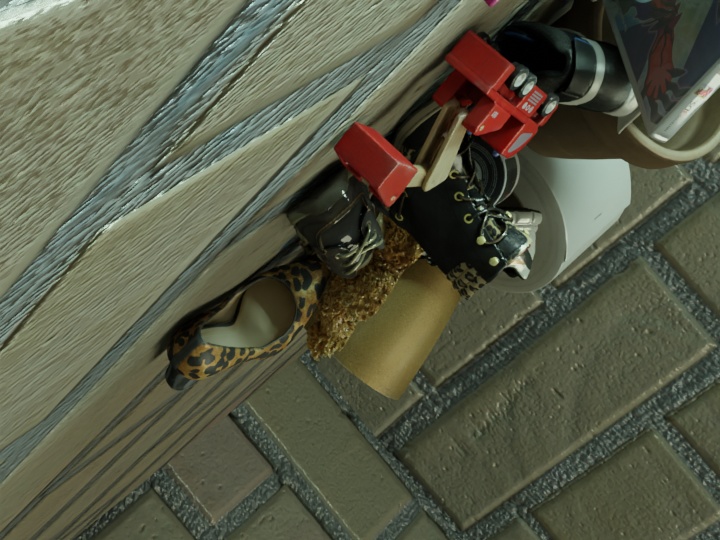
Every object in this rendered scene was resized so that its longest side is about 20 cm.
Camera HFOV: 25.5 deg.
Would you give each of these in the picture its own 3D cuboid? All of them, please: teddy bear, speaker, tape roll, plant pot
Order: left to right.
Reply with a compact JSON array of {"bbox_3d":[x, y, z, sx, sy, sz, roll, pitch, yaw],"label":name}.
[{"bbox_3d":[0.000,0.000,1.536,0.145,0.067,0.200,-60,-173,-36],"label":"teddy bear"},{"bbox_3d":[0.039,0.005,1.745,0.200,0.186,0.186,-48,176,8],"label":"plant pot"},{"bbox_3d":[0.110,-0.097,1.558,0.081,0.081,0.200,-41,177,10],"label":"speaker"},{"bbox_3d":[0.185,-0.095,1.798,0.139,0.203,0.203,-37,176,-37],"label":"tape roll"},{"bbox_3d":[0.236,-0.185,1.541,0.200,0.201,0.174,-39,-165,-36],"label":"plant pot"}]

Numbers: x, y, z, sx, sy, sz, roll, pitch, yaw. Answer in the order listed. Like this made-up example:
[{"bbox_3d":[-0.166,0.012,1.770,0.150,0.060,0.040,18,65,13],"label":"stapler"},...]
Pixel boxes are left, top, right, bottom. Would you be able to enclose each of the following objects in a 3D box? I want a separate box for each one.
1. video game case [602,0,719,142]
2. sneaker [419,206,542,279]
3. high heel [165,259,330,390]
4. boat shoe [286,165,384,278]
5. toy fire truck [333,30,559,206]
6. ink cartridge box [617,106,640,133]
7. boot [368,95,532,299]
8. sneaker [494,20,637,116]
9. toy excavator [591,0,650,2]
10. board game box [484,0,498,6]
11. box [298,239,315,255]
[{"bbox_3d":[0.265,-0.228,1.239,0.182,0.023,0.201,-49,-146,35],"label":"video game case"},{"bbox_3d":[0.095,-0.025,1.642,0.198,0.081,0.074,0,-173,-15],"label":"sneaker"},{"bbox_3d":[-0.093,0.039,1.465,0.199,0.072,0.143,-37,175,-18],"label":"high heel"},{"bbox_3d":[-0.011,-0.038,1.323,0.074,0.073,0.200,-41,177,-1],"label":"boat shoe"},{"bbox_3d":[0.070,-0.107,1.202,0.141,0.049,0.200,-50,159,8],"label":"toy fire truck"},{"bbox_3d":[0.275,-0.219,1.353,0.117,0.067,0.202,129,-28,-76],"label":"ink cartridge box"},{"bbox_3d":[0.091,-0.072,1.362,0.073,0.151,0.200,-38,175,-42],"label":"boot"},{"bbox_3d":[0.146,-0.183,1.359,0.200,0.111,0.074,20,-85,60],"label":"sneaker"},{"bbox_3d":[0.215,-0.245,1.177,0.199,0.100,0.194,-26,-171,38],"label":"toy excavator"},{"bbox_3d":[0.168,-0.249,0.965,0.200,0.026,0.200,-43,177,34],"label":"board game box"},{"bbox_3d":[0.033,-0.093,1.590,0.163,0.021,0.200,-43,177,25],"label":"box"}]
